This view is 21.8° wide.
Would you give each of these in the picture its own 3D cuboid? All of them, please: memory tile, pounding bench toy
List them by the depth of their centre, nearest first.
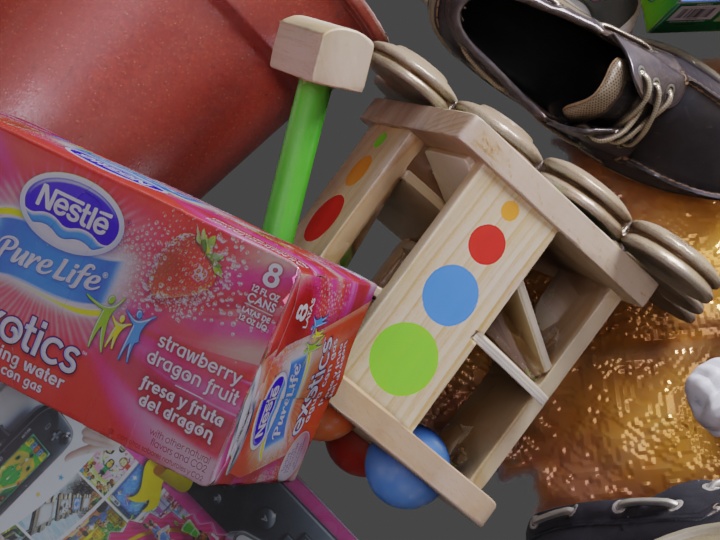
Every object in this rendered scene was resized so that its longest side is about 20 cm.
[{"bbox_3d":[0.000,0.000,0.865,0.200,0.124,0.156,40,83,-22],"label":"pounding bench toy"},{"bbox_3d":[0.089,-0.042,0.912,0.199,0.153,0.017,36,88,10],"label":"memory tile"}]

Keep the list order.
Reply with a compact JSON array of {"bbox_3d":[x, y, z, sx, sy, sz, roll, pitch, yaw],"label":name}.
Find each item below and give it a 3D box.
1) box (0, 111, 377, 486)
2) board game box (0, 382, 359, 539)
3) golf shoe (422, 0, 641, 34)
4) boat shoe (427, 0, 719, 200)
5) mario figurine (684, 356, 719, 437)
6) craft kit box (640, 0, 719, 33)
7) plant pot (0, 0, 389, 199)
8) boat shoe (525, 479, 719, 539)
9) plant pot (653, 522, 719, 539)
[{"bbox_3d":[-0.107,0.006,0.771,0.199,0.100,0.096,25,94,19],"label":"box"},{"bbox_3d":[-0.103,0.125,0.875,0.148,0.064,0.200,-45,103,-11],"label":"board game box"},{"bbox_3d":[0.054,-0.163,0.990,0.198,0.077,0.089,6,81,4],"label":"golf shoe"},{"bbox_3d":[0.120,-0.088,0.942,0.199,0.073,0.075,27,110,-6],"label":"boat shoe"},{"bbox_3d":[0.232,0.085,0.890,0.123,0.106,0.201,-19,61,32],"label":"mario figurine"},{"bbox_3d":[0.227,-0.224,0.987,0.198,0.049,0.199,-3,75,-19],"label":"craft kit box"},{"bbox_3d":[-0.123,-0.107,0.926,0.201,0.201,0.195,42,86,13],"label":"plant pot"},{"bbox_3d":[0.153,0.126,0.861,0.074,0.199,0.061,35,49,-31],"label":"boat shoe"},{"bbox_3d":[0.167,0.214,0.774,0.186,0.187,0.201,-24,105,-5],"label":"plant pot"}]
